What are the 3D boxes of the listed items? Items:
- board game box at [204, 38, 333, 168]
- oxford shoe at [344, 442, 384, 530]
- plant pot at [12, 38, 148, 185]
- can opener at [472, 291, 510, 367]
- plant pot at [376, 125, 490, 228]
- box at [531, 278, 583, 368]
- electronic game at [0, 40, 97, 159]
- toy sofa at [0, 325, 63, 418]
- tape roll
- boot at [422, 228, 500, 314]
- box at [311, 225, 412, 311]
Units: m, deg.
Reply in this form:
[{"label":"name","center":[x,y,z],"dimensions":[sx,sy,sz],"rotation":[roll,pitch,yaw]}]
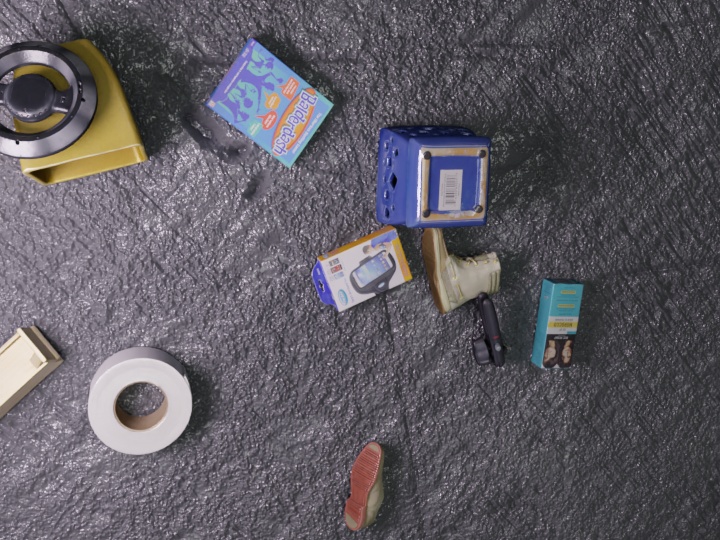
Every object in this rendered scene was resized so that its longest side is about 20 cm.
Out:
[{"label":"board game box","center":[-0.173,-0.318,1.471],"dimensions":[0.199,0.045,0.153],"rotation":[35,92,-22]},{"label":"oxford shoe","center":[0.021,0.481,1.730],"dimensions":[0.073,0.070,0.203],"rotation":[9,101,-44]},{"label":"plant pot","center":[-0.490,-0.275,1.315],"dimensions":[0.193,0.194,0.203],"rotation":[-17,93,-12]},{"label":"can opener","center":[0.287,0.136,1.695],"dimensions":[0.078,0.063,0.202],"rotation":[-23,129,-14]},{"label":"plant pot","center":[0.151,-0.182,1.534],"dimensions":[0.197,0.180,0.203],"rotation":[-3,104,-17]},{"label":"box","center":[0.453,0.123,1.771],"dimensions":[0.081,0.049,0.203],"rotation":[1,103,-17]},{"label":"electronic game","center":[-0.511,-0.267,1.196],"dimensions":[0.197,0.042,0.203],"rotation":[2,73,-6]},{"label":"toy sofa","center":[-0.665,0.200,1.440],"dimensions":[0.200,0.098,0.083],"rotation":[-43,87,-3]},{"label":"tape roll","center":[-0.434,0.256,1.521],"dimensions":[0.199,0.071,0.206],"rotation":[-4,104,-16]},{"label":"boot","center":[0.220,-0.020,1.653],"dimensions":[0.153,0.072,0.202],"rotation":[-19,114,-11]},{"label":"box","center":[0.000,0.000,1.607],"dimensions":[0.198,0.041,0.120],"rotation":[-25,109,-12]}]
